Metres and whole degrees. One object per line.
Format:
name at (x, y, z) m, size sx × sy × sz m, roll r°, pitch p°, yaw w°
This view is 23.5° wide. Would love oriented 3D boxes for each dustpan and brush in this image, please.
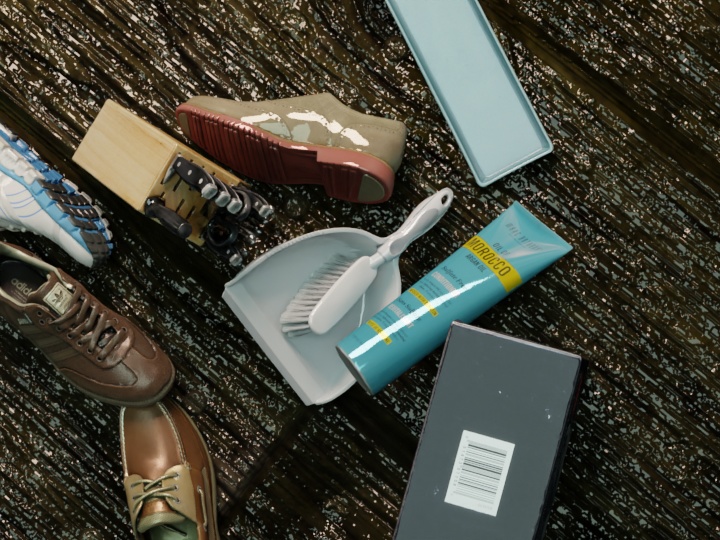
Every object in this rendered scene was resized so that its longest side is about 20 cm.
dustpan and brush at (0.000, 0.000, 1.417) m, size 0.200 × 0.057 × 0.140 m, roll -47°, pitch 116°, yaw -23°

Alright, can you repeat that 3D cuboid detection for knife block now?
knife block at (-0.160, -0.075, 1.398) m, size 0.200 × 0.176 × 0.064 m, roll 32°, pitch 91°, yaw 10°

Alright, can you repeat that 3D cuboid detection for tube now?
tube at (0.073, 0.022, 1.399) m, size 0.200 × 0.050 × 0.077 m, roll -37°, pitch 52°, yaw -10°

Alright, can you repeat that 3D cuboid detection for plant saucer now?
plant saucer at (0.087, -0.172, 1.447) m, size 0.070 × 0.019 × 0.200 m, roll -27°, pitch 84°, yaw 6°

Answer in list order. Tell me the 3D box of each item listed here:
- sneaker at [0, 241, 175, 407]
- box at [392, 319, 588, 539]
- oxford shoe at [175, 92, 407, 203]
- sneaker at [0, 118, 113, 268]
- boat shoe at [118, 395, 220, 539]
sneaker at (-0.245, 0.044, 1.438) m, size 0.200 × 0.076 × 0.071 m, roll 31°, pitch 71°, yaw 17°
box at (0.103, 0.149, 1.340) m, size 0.104 × 0.182 × 0.201 m, roll 15°, pitch 89°, yaw 9°
oxford shoe at (-0.056, -0.116, 1.452) m, size 0.199 × 0.071 × 0.075 m, roll 18°, pitch 63°, yaw 11°
sneaker at (-0.297, -0.057, 1.479) m, size 0.200 × 0.075 × 0.087 m, roll 41°, pitch 100°, yaw 17°
boat shoe at (-0.156, 0.198, 1.430) m, size 0.075 × 0.074 × 0.201 m, roll -19°, pitch 81°, yaw 7°
